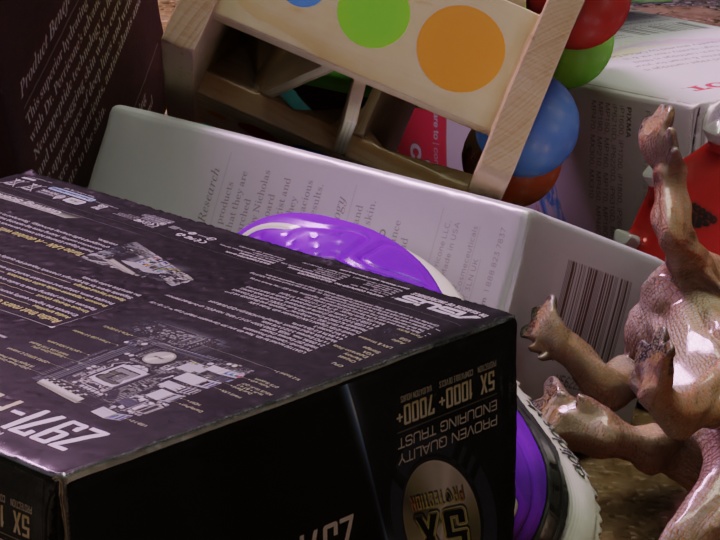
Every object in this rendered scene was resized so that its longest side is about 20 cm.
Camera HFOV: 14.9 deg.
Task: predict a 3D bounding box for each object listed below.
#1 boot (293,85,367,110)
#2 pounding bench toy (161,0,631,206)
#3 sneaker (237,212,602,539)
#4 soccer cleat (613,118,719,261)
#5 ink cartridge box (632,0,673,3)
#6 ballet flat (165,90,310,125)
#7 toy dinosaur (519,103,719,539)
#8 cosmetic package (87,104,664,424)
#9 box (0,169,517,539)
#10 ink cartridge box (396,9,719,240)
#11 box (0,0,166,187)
[{"bbox_3d":[-0.002,-0.162,1.284,0.072,0.155,0.200,2,-24,30],"label":"boot"},{"bbox_3d":[0.017,-0.090,1.109,0.156,0.125,0.200,23,-11,2],"label":"pounding bench toy"},{"bbox_3d":[-0.005,0.024,0.866,0.099,0.070,0.200,37,5,-41],"label":"sneaker"},{"bbox_3d":[0.173,-0.044,1.053,0.069,0.200,0.085,28,-12,46],"label":"soccer cleat"},{"bbox_3d":[0.081,-0.174,1.255,0.104,0.059,0.200,52,31,19],"label":"ink cartridge box"},{"bbox_3d":[-0.078,-0.065,1.270,0.070,0.071,0.200,6,19,15],"label":"ballet flat"},{"bbox_3d":[0.130,0.039,0.903,0.135,0.086,0.200,28,37,-20],"label":"toy dinosaur"},{"bbox_3d":[0.000,0.000,1.011,0.200,0.074,0.102,14,-3,38],"label":"cosmetic package"},{"bbox_3d":[-0.084,0.047,0.744,0.200,0.086,0.163,16,23,39],"label":"box"},{"bbox_3d":[0.127,-0.056,1.197,0.147,0.086,0.200,-10,19,-35],"label":"ink cartridge box"},{"bbox_3d":[-0.180,-0.097,1.056,0.164,0.200,0.166,5,44,13],"label":"box"}]
